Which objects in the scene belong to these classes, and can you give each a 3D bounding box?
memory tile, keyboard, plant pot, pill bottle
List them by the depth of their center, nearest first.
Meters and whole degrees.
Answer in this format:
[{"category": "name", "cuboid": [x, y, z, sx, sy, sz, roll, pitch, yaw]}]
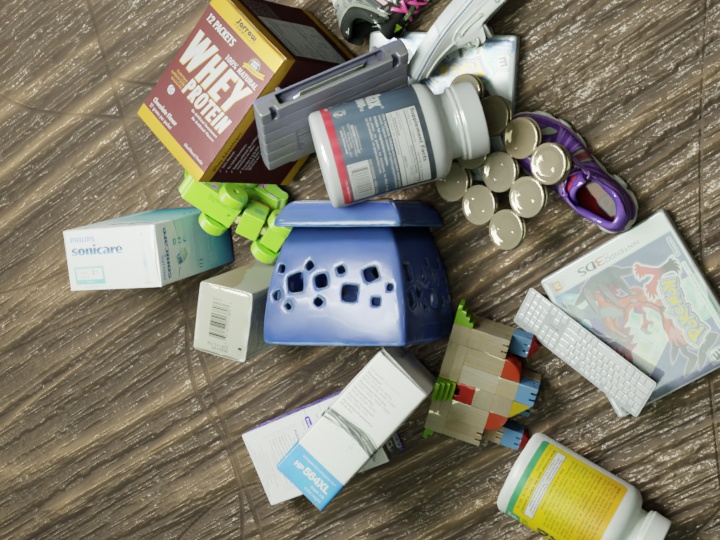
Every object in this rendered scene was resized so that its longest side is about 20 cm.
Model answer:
[{"category": "pill bottle", "cuboid": [0.047, -0.156, 1.527, 0.198, 0.120, 0.121, -16, 93, -3]}, {"category": "memory tile", "cuboid": [0.157, -0.135, 1.575, 0.200, 0.017, 0.154, 44, 120, 28]}, {"category": "keyboard", "cuboid": [0.278, 0.101, 1.597, 0.200, 0.011, 0.057, 39, 131, 23]}, {"category": "pill bottle", "cuboid": [0.281, 0.299, 1.601, 0.199, 0.113, 0.113, 29, 109, 15]}, {"category": "plant pot", "cuboid": [0.000, 0.000, 1.628, 0.198, 0.200, 0.182, 0, 93, 22]}]

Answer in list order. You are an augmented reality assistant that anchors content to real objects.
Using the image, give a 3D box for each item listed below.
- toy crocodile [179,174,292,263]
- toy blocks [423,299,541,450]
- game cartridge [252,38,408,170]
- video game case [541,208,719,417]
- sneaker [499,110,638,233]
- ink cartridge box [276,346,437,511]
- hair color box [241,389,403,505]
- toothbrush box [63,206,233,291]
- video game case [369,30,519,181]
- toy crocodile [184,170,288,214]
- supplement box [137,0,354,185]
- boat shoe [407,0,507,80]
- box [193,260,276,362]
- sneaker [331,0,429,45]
[{"category": "toy crocodile", "cuboid": [-0.148, -0.070, 1.702, 0.199, 0.062, 0.068, 29, 122, -10]}, {"category": "toy blocks", "cuboid": [0.169, 0.147, 1.640, 0.136, 0.100, 0.201, 17, 110, 9]}, {"category": "game cartridge", "cuboid": [-0.034, -0.203, 1.572, 0.199, 0.130, 0.039, -25, 69, -11]}, {"category": "video game case", "cuboid": [0.347, 0.055, 1.578, 0.182, 0.023, 0.201, -32, 86, 25]}, {"category": "sneaker", "cuboid": [0.254, -0.123, 1.552, 0.200, 0.083, 0.081, 39, 105, 12]}, {"category": "ink cartridge box", "cuboid": [-0.001, 0.191, 1.621, 0.084, 0.146, 0.200, 43, 99, 5]}, {"category": "hair color box", "cuboid": [-0.053, 0.236, 1.761, 0.199, 0.065, 0.110, -24, 89, 26]}, {"category": "toothbrush box", "cuboid": [-0.284, -0.033, 1.737, 0.145, 0.200, 0.086, -3, 98, 23]}, {"category": "video game case", "cuboid": [0.102, -0.211, 1.637, 0.198, 0.022, 0.184, 6, 102, 22]}, {"category": "toy crocodile", "cuboid": [-0.182, -0.138, 1.755, 0.199, 0.062, 0.068, 28, 145, 14]}, {"category": "supplement box", "cuboid": [-0.134, -0.225, 1.627, 0.133, 0.200, 0.198, 47, 113, 20]}, {"category": "boat shoe", "cuboid": [0.133, -0.301, 1.557, 0.067, 0.074, 0.200, 38, 115, -1]}, {"category": "box", "cuboid": [-0.134, 0.047, 1.686, 0.077, 0.200, 0.096, 13, 104, 20]}, {"category": "sneaker", "cuboid": [0.050, -0.334, 1.599, 0.199, 0.074, 0.088, -11, 74, 30]}]
